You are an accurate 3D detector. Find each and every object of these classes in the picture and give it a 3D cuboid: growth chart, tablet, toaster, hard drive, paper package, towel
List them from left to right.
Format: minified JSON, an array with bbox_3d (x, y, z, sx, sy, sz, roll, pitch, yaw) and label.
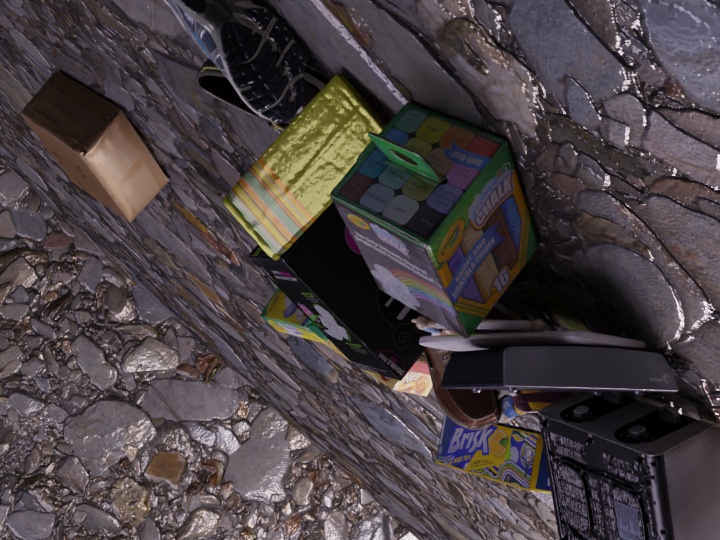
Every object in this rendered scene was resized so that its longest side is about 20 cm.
[{"bbox_3d":[-0.442,-0.206,1.744,0.189,0.104,0.201,32,163,31],"label":"paper package"},{"bbox_3d":[-0.055,-0.101,1.051,0.086,0.018,0.200,47,121,0],"label":"towel"},{"bbox_3d":[0.131,0.062,1.087,0.142,0.018,0.200,0,172,13],"label":"growth chart"},{"bbox_3d":[0.169,0.074,1.046,0.129,0.014,0.198,10,169,-44],"label":"tablet"},{"bbox_3d":[0.190,0.098,1.006,0.196,0.043,0.134,4,172,-24],"label":"hard drive"},{"bbox_3d":[0.296,0.238,1.120,0.180,0.117,0.204,14,120,58],"label":"toaster"}]

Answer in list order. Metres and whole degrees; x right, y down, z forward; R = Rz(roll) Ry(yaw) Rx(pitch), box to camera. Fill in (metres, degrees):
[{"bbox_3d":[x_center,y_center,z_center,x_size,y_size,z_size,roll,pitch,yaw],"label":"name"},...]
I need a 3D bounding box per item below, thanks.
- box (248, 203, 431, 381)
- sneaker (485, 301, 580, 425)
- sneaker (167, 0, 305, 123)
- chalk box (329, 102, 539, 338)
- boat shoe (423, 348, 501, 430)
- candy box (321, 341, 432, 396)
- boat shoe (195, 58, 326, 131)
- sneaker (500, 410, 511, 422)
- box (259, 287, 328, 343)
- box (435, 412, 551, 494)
[{"bbox_3d":[0.000,0.000,1.198,0.200,0.149,0.124,46,164,-21],"label":"box"},{"bbox_3d":[0.179,0.117,1.203,0.199,0.090,0.075,39,164,2],"label":"sneaker"},{"bbox_3d":[-0.126,-0.235,1.026,0.202,0.077,0.086,55,167,-13],"label":"sneaker"},{"bbox_3d":[0.065,-0.059,0.948,0.123,0.124,0.201,29,160,35],"label":"chalk box"},{"bbox_3d":[0.111,0.105,1.264,0.072,0.075,0.201,72,172,-46],"label":"boat shoe"},{"bbox_3d":[0.013,0.114,1.572,0.198,0.056,0.115,31,-174,32],"label":"candy box"},{"bbox_3d":[-0.088,-0.178,1.088,0.200,0.060,0.072,32,160,27],"label":"boat shoe"},{"bbox_3d":[0.184,0.159,1.376,0.083,0.074,0.200,21,167,-9],"label":"sneaker"},{"bbox_3d":[-0.075,0.036,1.518,0.048,0.118,0.199,38,165,-21],"label":"box"},{"bbox_3d":[0.178,0.228,1.314,0.063,0.072,0.199,14,174,-28],"label":"box"}]
